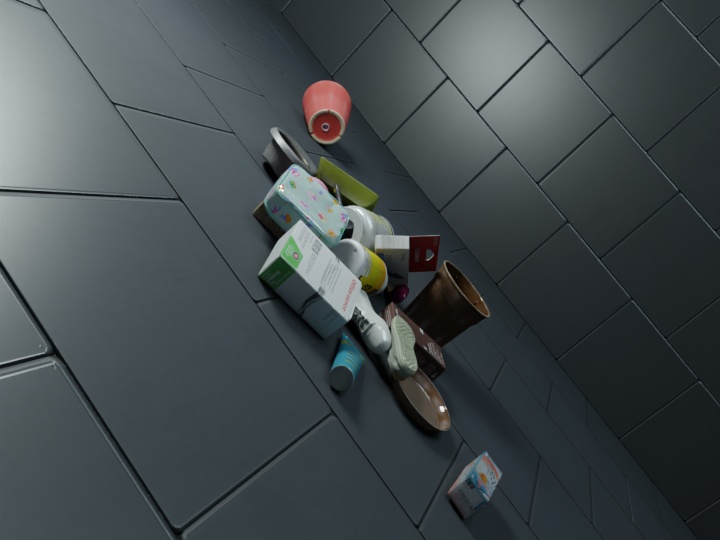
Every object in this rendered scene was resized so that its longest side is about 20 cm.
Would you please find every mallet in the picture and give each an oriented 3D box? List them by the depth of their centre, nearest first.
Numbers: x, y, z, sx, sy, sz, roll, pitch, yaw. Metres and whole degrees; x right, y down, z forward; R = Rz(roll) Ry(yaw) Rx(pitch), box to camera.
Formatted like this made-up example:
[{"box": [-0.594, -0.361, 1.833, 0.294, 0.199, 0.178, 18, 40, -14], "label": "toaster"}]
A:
[{"box": [-0.052, -0.142, 1.701, 0.040, 0.067, 0.203, 3, 38, -14], "label": "mallet"}]

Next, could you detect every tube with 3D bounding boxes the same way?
[{"box": [-0.026, 0.187, 1.349, 0.078, 0.050, 0.200, 55, 11, -6], "label": "tube"}]

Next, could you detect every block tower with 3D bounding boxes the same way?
[{"box": [-0.162, -0.090, 1.559, 0.200, 0.057, 0.054, 46, 18, -15], "label": "block tower"}]

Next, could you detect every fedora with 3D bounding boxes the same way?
[{"box": [-0.207, -0.305, 1.833, 0.178, 0.090, 0.200, 50, 10, 0], "label": "fedora"}]

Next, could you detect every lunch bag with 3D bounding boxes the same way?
[{"box": [-0.120, -0.137, 1.523, 0.200, 0.077, 0.162, 43, 35, -16], "label": "lunch bag"}]

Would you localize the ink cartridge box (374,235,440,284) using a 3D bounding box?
[{"box": [0.126, -0.027, 1.780, 0.202, 0.170, 0.046, 84, 7, -62], "label": "ink cartridge box"}]

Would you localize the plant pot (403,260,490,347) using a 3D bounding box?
[{"box": [0.235, 0.116, 1.882, 0.200, 0.198, 0.202, 42, 17, -16], "label": "plant pot"}]

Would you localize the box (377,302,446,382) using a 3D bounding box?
[{"box": [0.126, 0.186, 1.676, 0.199, 0.075, 0.101, 41, 19, -21], "label": "box"}]

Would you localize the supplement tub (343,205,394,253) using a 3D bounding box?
[{"box": [-0.003, -0.095, 1.815, 0.147, 0.145, 0.199, 55, 18, 21], "label": "supplement tub"}]

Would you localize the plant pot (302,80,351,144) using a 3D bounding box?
[{"box": [-0.128, -0.586, 2.496, 0.199, 0.199, 0.180, 38, 30, -29], "label": "plant pot"}]

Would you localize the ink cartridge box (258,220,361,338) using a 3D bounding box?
[{"box": [-0.101, 0.020, 1.386, 0.200, 0.083, 0.147, 45, 32, -15], "label": "ink cartridge box"}]

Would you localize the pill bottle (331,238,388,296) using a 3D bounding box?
[{"box": [0.000, 0.000, 1.666, 0.111, 0.108, 0.199, 57, 12, 26], "label": "pill bottle"}]

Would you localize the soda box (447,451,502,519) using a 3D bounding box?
[{"box": [0.248, 0.457, 1.414, 0.064, 0.068, 0.199, 52, 16, 12], "label": "soda box"}]

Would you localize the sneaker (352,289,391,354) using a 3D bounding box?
[{"box": [-0.011, 0.105, 1.518, 0.114, 0.074, 0.201, 26, 21, -43], "label": "sneaker"}]

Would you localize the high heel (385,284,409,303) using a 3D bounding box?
[{"box": [0.082, 0.025, 1.907, 0.097, 0.067, 0.200, 53, 0, -21], "label": "high heel"}]

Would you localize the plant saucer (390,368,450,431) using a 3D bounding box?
[{"box": [0.134, 0.294, 1.533, 0.200, 0.034, 0.201, 45, 17, -17], "label": "plant saucer"}]

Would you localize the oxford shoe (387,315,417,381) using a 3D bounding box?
[{"box": [0.090, 0.177, 1.513, 0.074, 0.058, 0.202, 35, 26, -20], "label": "oxford shoe"}]

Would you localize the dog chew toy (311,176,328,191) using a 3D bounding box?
[{"box": [-0.118, -0.130, 1.651, 0.124, 0.122, 0.205, 10, 55, -63], "label": "dog chew toy"}]

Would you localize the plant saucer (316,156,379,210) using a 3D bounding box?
[{"box": [-0.051, -0.219, 1.887, 0.197, 0.049, 0.200, 34, -13, -1], "label": "plant saucer"}]
